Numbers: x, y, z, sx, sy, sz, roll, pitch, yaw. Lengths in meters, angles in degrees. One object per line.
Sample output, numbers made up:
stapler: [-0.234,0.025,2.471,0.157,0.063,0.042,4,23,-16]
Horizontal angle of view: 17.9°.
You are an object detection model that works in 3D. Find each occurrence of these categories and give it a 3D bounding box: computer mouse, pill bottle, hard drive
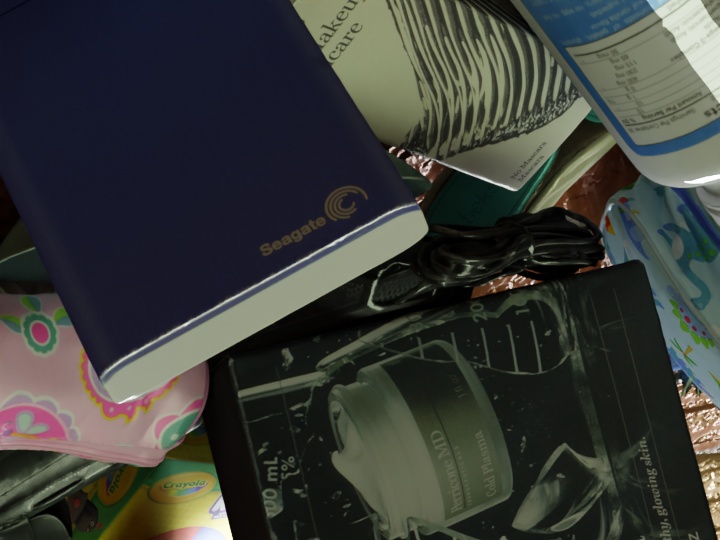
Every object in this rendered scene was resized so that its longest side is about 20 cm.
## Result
computer mouse: [0.000,0.000,1.035,0.199,0.053,0.138,-18,174,32]
pill bottle: [0.141,-0.108,0.990,0.112,0.112,0.200,-37,113,8]
hard drive: [-0.076,-0.058,0.884,0.131,0.200,0.025,-29,144,-4]

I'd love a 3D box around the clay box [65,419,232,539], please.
clay box: [-0.109,0.136,1.220,0.115,0.048,0.200,10,129,-45]

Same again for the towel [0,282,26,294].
towel: [-0.225,0.026,1.019,0.132,0.035,0.200,-31,145,1]

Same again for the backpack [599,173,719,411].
backpack: [0.210,-0.009,1.157,0.147,0.183,0.200,-37,170,2]

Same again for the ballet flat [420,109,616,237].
ballet flat: [0.104,-0.080,1.117,0.069,0.070,0.200,18,123,-47]

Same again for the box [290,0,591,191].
box: [0.018,-0.104,1.010,0.199,0.069,0.082,15,123,-46]

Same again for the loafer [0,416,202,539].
loafer: [-0.168,0.108,1.115,0.200,0.068,0.071,-37,104,4]

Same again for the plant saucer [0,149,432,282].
plant saucer: [-0.069,-0.034,1.003,0.200,0.039,0.201,-11,176,-1]

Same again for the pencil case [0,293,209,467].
pencil case: [-0.164,0.046,0.983,0.199,0.088,0.088,4,132,-42]

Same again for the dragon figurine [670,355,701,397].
dragon figurine: [0.149,0.038,1.282,0.199,0.059,0.100,-31,145,2]

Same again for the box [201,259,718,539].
box: [0.047,0.119,1.029,0.195,0.201,0.124,-13,173,-11]
